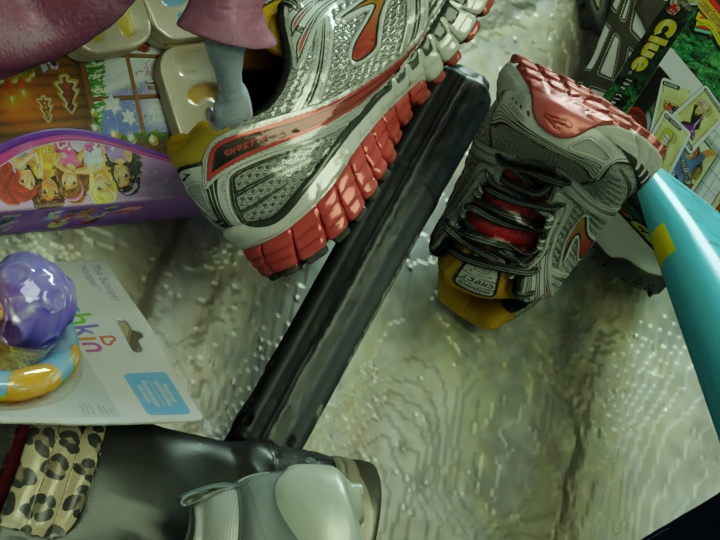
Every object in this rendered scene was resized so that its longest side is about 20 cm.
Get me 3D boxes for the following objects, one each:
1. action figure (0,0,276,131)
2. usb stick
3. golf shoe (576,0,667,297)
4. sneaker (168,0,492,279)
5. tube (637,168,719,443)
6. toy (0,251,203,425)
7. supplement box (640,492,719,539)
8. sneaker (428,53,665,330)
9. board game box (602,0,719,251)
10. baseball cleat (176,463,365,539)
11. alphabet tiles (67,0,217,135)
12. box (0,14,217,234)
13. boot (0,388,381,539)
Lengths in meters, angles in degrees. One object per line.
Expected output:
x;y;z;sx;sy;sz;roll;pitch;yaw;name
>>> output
-0.079;-0.141;0.938;0.149;0.199;0.134;56;24;-50;action figure
0.000;0.000;1.058;0.033;0.055;0.201;30;75;-3;usb stick
0.148;-0.090;1.188;0.077;0.094;0.201;15;67;-29;golf shoe
-0.008;-0.097;1.027;0.082;0.078;0.200;40;60;-19;sneaker
0.162;0.030;1.055;0.077;0.050;0.201;39;26;-45;tube
-0.165;0.012;0.944;0.199;0.047;0.115;-2;35;-29;toy
0.200;0.230;1.065;0.199;0.134;0.201;21;54;-25;supplement box
0.074;-0.025;1.060;0.078;0.200;0.082;31;73;9;sneaker
0.182;-0.037;1.172;0.200;0.023;0.105;42;74;-38;board game box
-0.027;0.176;0.921;0.106;0.070;0.201;-10;80;-8;baseball cleat
-0.055;-0.149;1.078;0.199;0.015;0.197;-12;80;-35;alphabet tiles
-0.090;-0.092;1.069;0.199;0.039;0.138;-6;78;-34;box
-0.086;0.149;0.967;0.150;0.073;0.201;20;81;-14;boot
